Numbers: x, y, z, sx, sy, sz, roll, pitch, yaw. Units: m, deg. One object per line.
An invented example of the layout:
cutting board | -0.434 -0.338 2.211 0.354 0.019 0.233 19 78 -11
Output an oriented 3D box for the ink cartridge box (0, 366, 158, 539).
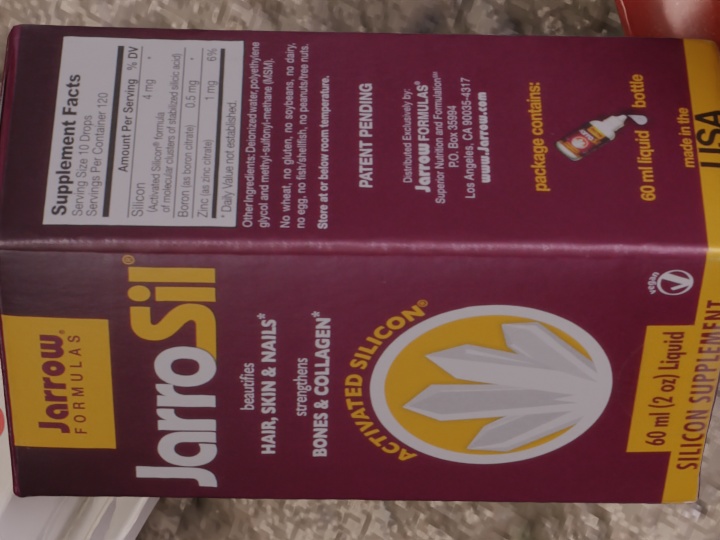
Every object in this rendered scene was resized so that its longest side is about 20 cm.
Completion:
ink cartridge box | -0.143 0.032 0.870 0.200 0.125 0.129 40 118 15

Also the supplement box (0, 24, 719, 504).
supplement box | 0.000 0.000 0.735 0.199 0.086 0.111 1 137 -1

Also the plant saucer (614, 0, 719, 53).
plant saucer | 0.113 -0.115 0.689 0.200 0.037 0.201 -8 100 71
